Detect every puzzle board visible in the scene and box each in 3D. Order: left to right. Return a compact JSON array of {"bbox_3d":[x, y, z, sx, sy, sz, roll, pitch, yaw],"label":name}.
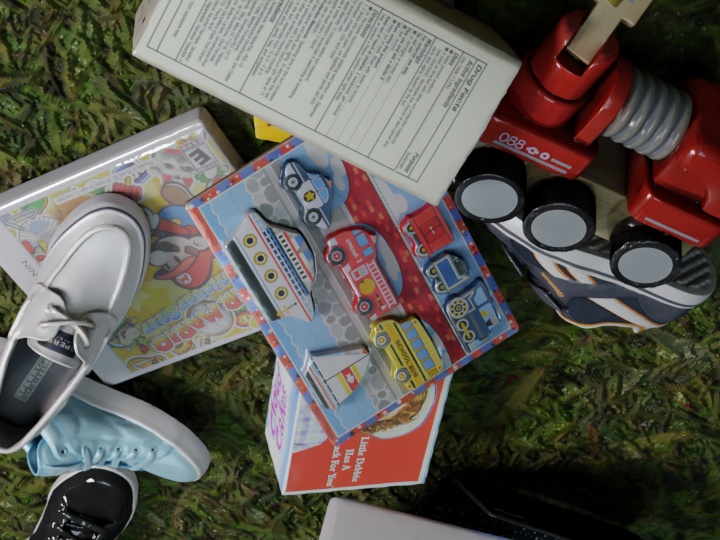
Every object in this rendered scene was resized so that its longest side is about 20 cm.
[{"bbox_3d":[0.000,0.000,0.961,0.150,0.017,0.201,-32,112,-5],"label":"puzzle board"}]

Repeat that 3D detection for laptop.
[{"bbox_3d":[0.136,0.241,1.203,0.176,0.104,0.200,20,129,-13],"label":"laptop"}]

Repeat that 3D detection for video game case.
[{"bbox_3d":[-0.148,-0.010,1.055,0.199,0.023,0.182,-21,127,20],"label":"video game case"}]

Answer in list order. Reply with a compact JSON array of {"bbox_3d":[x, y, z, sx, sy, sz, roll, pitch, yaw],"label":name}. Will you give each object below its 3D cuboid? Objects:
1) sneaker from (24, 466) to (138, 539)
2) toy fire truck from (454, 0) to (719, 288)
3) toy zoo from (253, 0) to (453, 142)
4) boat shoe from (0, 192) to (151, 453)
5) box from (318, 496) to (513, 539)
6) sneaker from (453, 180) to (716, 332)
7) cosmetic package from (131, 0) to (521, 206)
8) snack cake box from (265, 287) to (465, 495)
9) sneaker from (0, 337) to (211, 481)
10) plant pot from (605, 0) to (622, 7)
[{"bbox_3d":[-0.245,0.250,1.227,0.073,0.112,0.200,24,128,-18],"label":"sneaker"},{"bbox_3d":[0.169,-0.113,0.899,0.175,0.129,0.200,22,139,-16],"label":"toy fire truck"},{"bbox_3d":[-0.006,-0.144,0.932,0.130,0.021,0.201,1,131,3],"label":"toy zoo"},{"bbox_3d":[-0.202,0.042,1.021,0.073,0.065,0.201,22,112,-15],"label":"boat shoe"},{"bbox_3d":[0.031,0.312,1.156,0.170,0.200,0.200,13,155,1],"label":"box"},{"bbox_3d":[0.136,-0.015,0.998,0.199,0.079,0.079,29,138,-12],"label":"sneaker"},{"bbox_3d":[-0.022,-0.133,0.857,0.199,0.087,0.104,27,108,-17],"label":"cosmetic package"},{"bbox_3d":[0.002,0.070,1.070,0.114,0.067,0.201,-3,133,-17],"label":"snack cake box"},{"bbox_3d":[-0.214,0.130,1.131,0.199,0.082,0.074,27,152,-12],"label":"sneaker"},{"bbox_3d":[0.104,-0.283,0.703,0.176,0.200,0.200,-41,118,19],"label":"plant pot"}]
